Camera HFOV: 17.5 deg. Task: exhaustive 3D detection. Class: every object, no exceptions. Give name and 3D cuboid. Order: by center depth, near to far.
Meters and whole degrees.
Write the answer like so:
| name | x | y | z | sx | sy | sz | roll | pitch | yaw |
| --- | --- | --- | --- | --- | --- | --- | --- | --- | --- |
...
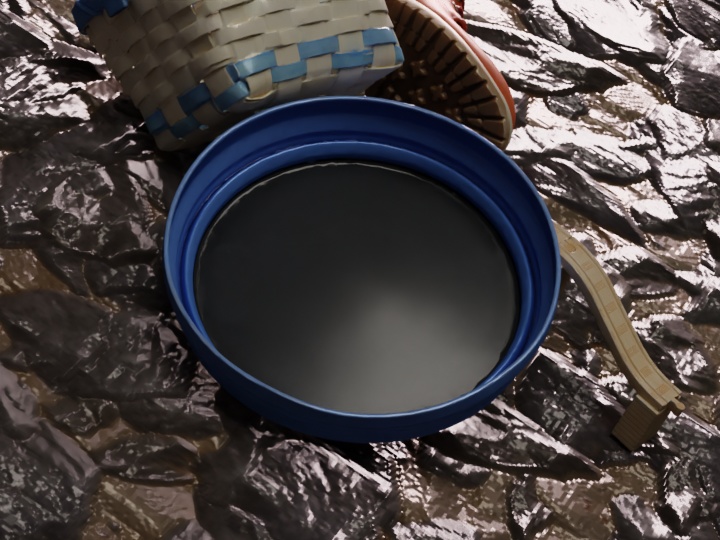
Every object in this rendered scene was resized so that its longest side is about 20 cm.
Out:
| name | x | y | z | sx | sy | sz | roll | pitch | yaw |
| --- | --- | --- | --- | --- | --- | --- | --- | --- | --- |
| bowl | 0.000 | 0.000 | 1.183 | 0.200 | 0.039 | 0.201 | 3 | 53 | -4 |
| toy bridge | 0.096 | 0.010 | 1.248 | 0.200 | 0.067 | 0.027 | 41 | 41 | 18 |
| basket | -0.080 | -0.173 | 1.275 | 0.176 | 0.139 | 0.200 | -14 | 84 | -40 |
| boot | 0.039 | -0.142 | 1.383 | 0.107 | 0.075 | 0.200 | -13 | 53 | -45 |
